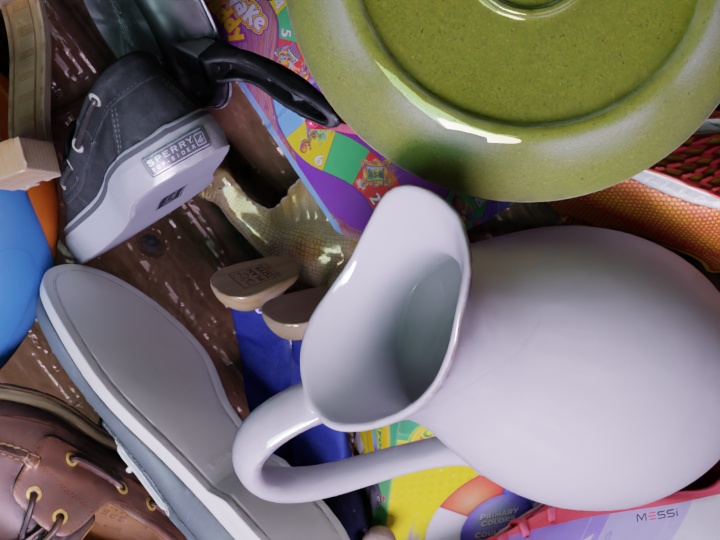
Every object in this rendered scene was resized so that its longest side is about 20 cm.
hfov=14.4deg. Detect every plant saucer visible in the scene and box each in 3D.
[{"bbox_3d":[0.068,-0.129,1.157,0.200,0.031,0.200,0,87,-1],"label":"plant saucer"}]

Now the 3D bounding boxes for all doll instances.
[{"bbox_3d":[-0.032,0.094,1.328,0.136,0.048,0.200,29,131,47],"label":"doll"}]

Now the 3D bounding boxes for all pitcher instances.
[{"bbox_3d":[0.057,0.051,1.215,0.200,0.121,0.172,13,135,-42],"label":"pitcher"}]

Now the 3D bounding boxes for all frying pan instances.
[{"bbox_3d":[-0.074,-0.093,1.254,0.190,0.031,0.115,50,161,25],"label":"frying pan"}]

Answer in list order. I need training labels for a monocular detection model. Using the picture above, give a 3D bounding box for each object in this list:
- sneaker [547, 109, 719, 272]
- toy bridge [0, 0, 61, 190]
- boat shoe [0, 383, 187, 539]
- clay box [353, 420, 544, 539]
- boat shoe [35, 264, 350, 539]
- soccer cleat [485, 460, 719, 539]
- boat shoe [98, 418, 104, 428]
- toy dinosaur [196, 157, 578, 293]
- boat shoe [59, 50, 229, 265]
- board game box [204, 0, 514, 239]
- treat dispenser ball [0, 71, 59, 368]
[{"bbox_3d":[0.086,-0.055,1.253,0.200,0.073,0.077,29,142,7],"label":"sneaker"},{"bbox_3d":[-0.170,-0.132,1.273,0.027,0.067,0.200,-22,79,22],"label":"toy bridge"},{"bbox_3d":[-0.145,0.104,1.301,0.200,0.068,0.072,20,127,-37],"label":"boat shoe"},{"bbox_3d":[0.055,0.099,1.341,0.115,0.048,0.200,-9,129,-21],"label":"clay box"},{"bbox_3d":[-0.087,0.083,1.279,0.200,0.073,0.062,48,125,16],"label":"boat shoe"},{"bbox_3d":[0.096,0.127,1.318,0.200,0.068,0.073,-13,111,-20],"label":"soccer cleat"},{"bbox_3d":[-0.051,0.133,1.418,0.200,0.072,0.068,38,127,-3],"label":"boat shoe"},{"bbox_3d":[0.000,0.000,1.328,0.200,0.058,0.101,13,124,13],"label":"toy dinosaur"},{"bbox_3d":[-0.103,-0.052,1.273,0.057,0.069,0.200,58,163,1],"label":"boat shoe"},{"bbox_3d":[0.004,-0.109,1.207,0.158,0.039,0.200,-40,74,25],"label":"board game box"},{"bbox_3d":[-0.240,-0.023,1.316,0.201,0.201,0.201,10,125,15],"label":"treat dispenser ball"}]
